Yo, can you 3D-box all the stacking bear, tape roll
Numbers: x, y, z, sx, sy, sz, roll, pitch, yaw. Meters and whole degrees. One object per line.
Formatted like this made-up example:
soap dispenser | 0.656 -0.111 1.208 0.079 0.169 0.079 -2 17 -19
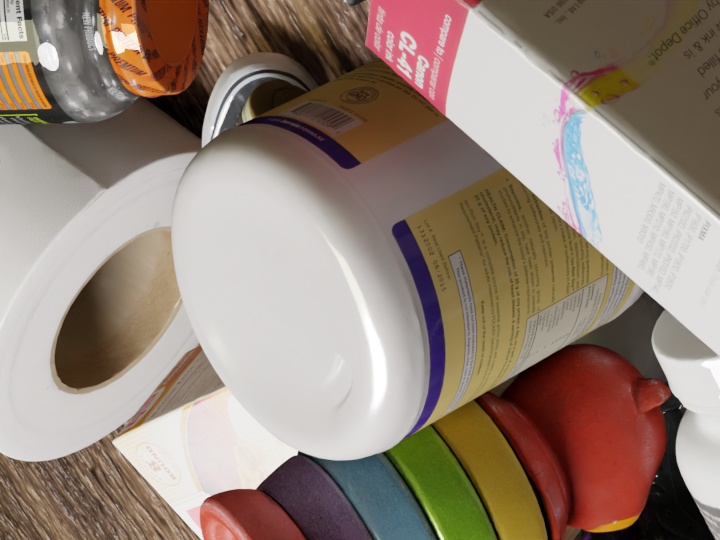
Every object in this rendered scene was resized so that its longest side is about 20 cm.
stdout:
stacking bear | 0.043 0.101 1.270 0.114 0.200 0.121 62 164 1
tape roll | -0.178 -0.015 1.621 0.139 0.203 0.203 37 152 25

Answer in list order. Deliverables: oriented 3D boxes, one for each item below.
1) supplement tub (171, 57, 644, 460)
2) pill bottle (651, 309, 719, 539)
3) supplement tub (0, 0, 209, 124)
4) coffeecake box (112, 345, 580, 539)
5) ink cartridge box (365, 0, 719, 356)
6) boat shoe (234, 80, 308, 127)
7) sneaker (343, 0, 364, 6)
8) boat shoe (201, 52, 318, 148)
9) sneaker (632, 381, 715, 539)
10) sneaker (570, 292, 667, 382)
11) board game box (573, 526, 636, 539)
supplement tub | 0.037 -0.023 1.236 0.145 0.200 0.146 32 136 38
pill bottle | 0.202 0.093 1.262 0.111 0.111 0.200 6 132 55
supplement tub | -0.185 -0.134 1.489 0.200 0.123 0.123 0 134 19
coffeecake box | -0.003 0.092 1.416 0.154 0.073 0.200 48 144 -12
ink cartridge box | 0.123 -0.083 1.102 0.200 0.148 0.086 44 155 14
boat shoe | 0.001 0.000 1.442 0.201 0.072 0.066 49 128 0
sneaker | 0.004 -0.186 1.244 0.087 0.074 0.200 51 155 8
boat shoe | -0.043 -0.008 1.496 0.068 0.072 0.200 -107 16 -66
sneaker | 0.151 0.088 1.365 0.200 0.088 0.076 45 155 10
sneaker | 0.056 -0.004 1.359 0.200 0.085 0.073 39 113 30
board game box | 0.147 0.158 1.381 0.120 0.032 0.200 33 -167 -5
